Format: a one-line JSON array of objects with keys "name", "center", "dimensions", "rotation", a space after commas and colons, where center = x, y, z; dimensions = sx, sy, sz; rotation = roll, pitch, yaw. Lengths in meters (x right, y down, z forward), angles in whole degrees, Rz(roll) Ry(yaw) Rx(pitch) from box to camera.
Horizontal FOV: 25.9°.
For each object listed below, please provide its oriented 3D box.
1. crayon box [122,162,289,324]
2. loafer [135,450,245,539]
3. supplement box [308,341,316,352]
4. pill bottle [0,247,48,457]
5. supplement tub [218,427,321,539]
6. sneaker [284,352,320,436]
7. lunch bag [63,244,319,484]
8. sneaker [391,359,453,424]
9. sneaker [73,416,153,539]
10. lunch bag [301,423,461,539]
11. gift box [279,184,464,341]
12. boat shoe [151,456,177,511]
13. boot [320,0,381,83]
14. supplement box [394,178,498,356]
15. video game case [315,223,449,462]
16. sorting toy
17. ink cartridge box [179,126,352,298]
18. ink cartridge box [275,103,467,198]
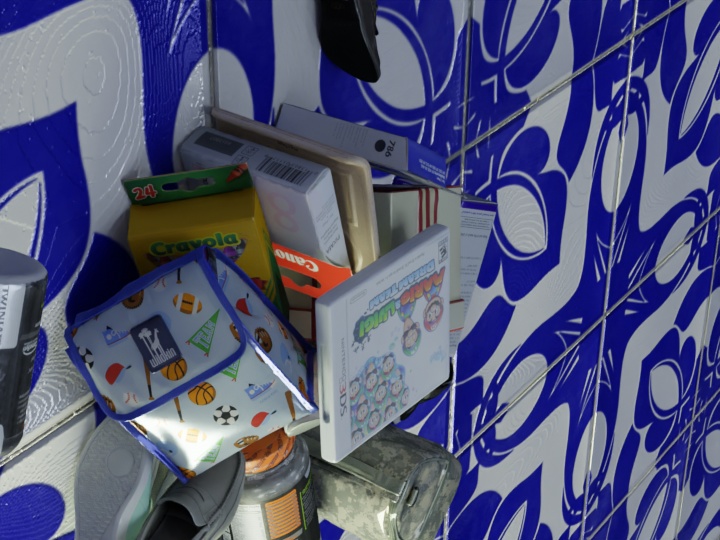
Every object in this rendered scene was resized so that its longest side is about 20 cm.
[{"name": "crayon box", "center": [-0.149, -0.008, 1.519], "dimensions": [0.051, 0.126, 0.201], "rotation": [-92, 171, -46]}, {"name": "loafer", "center": [-0.171, 0.245, 1.550], "dimensions": [0.070, 0.069, 0.201], "rotation": [93, 20, -50]}, {"name": "supplement box", "center": [-0.040, 0.116, 1.837], "dimensions": [0.200, 0.066, 0.069], "rotation": [-31, 132, -50]}, {"name": "pill bottle", "center": [-0.325, 0.086, 1.298], "dimensions": [0.106, 0.106, 0.202], "rotation": [-10, 115, -57]}, {"name": "supplement tub", "center": [-0.111, 0.250, 1.738], "dimensions": [0.123, 0.122, 0.201], "rotation": [-43, 140, -39]}, {"name": "sneaker", "center": [-0.038, 0.127, 1.717], "dimensions": [0.081, 0.070, 0.200], "rotation": [65, 18, 9]}, {"name": "lunch bag", "center": [-0.160, 0.084, 1.487], "dimensions": [0.200, 0.169, 0.124], "rotation": [52, 15, -34]}, {"name": "sneaker", "center": [0.068, 0.132, 1.811], "dimensions": [0.200, 0.087, 0.076], "rotation": [55, 23, -81]}, {"name": "sneaker", "center": [-0.237, 0.236, 1.581], "dimensions": [0.118, 0.073, 0.202], "rotation": [14, 88, -73]}, {"name": "lunch bag", "center": [-0.001, 0.236, 1.843], "dimensions": [0.140, 0.199, 0.168], "rotation": [-63, 156, -8]}, {"name": "gift box", "center": [0.000, 0.000, 1.727], "dimensions": [0.184, 0.199, 0.188], "rotation": [-7, 98, -53]}, {"name": "boat shoe", "center": [-0.189, 0.234, 1.655], "dimensions": [0.074, 0.064, 0.204], "rotation": [-16, 120, -55]}, {"name": "boot", "center": [0.021, -0.321, 1.678], "dimensions": [0.174, 0.069, 0.201], "rotation": [-53, 144, -27]}, {"name": "supplement box", "center": [0.081, -0.002, 1.935], "dimensions": [0.103, 0.101, 0.202], "rotation": [1, 106, -59]}, {"name": "video game case", "center": [0.027, 0.071, 1.576], "dimensions": [0.200, 0.024, 0.183], "rotation": [-32, 130, -44]}, {"name": "sorting toy", "center": [-0.056, -0.070, 1.573], "dimensions": [0.037, 0.184, 0.201], "rotation": [-49, 146, -32]}, {"name": "ink cartridge box", "center": [-0.088, -0.037, 1.565], "dimensions": [0.057, 0.162, 0.201], "rotation": [-45, 142, -36]}, {"name": "ink cartridge box", "center": [0.016, -0.127, 1.650], "dimensions": [0.099, 0.199, 0.039], "rotation": [18, 92, -62]}]
